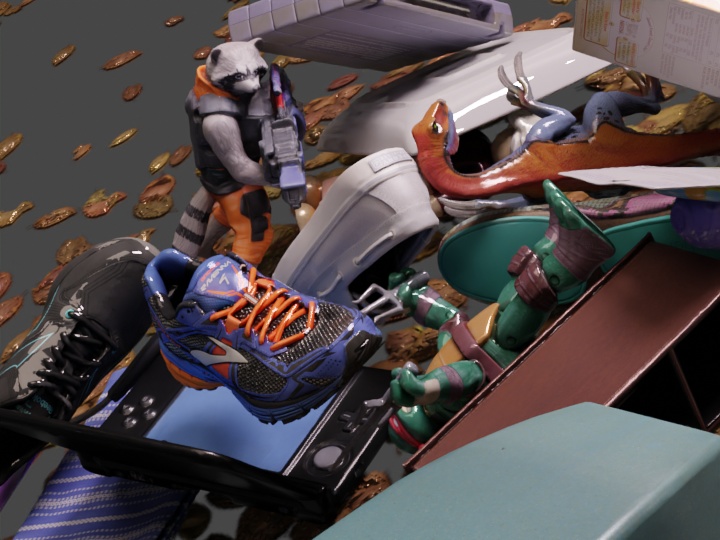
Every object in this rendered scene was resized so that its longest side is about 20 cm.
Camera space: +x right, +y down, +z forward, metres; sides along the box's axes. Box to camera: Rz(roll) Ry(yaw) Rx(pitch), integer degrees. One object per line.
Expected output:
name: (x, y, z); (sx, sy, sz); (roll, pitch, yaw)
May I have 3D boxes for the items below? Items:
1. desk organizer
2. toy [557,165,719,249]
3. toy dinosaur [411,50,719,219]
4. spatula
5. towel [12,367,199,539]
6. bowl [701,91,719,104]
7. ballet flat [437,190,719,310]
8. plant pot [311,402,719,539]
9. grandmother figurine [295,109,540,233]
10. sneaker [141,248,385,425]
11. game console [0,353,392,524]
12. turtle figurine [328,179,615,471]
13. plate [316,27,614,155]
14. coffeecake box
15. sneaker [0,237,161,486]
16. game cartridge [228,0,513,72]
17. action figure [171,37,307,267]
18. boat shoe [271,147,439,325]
desk organizer: (0.127, 0.074, 0.898); (0.200, 0.072, 0.077); (-41, 32, -20)
toy: (0.223, -0.035, 0.934); (0.199, 0.048, 0.115); (-6, 8, -18)
toy dinosaur: (0.129, -0.082, 1.054); (0.181, 0.106, 0.199); (-23, 19, -41)
spatula: (-0.187, 0.093, 1.166); (0.200, 0.021, 0.057); (-41, 19, 5)
towel: (-0.152, 0.123, 1.131); (0.144, 0.024, 0.200); (-12, 32, 31)
bowl: (0.277, -0.162, 1.084); (0.200, 0.091, 0.202); (-2, 56, 3)
ballet flat: (0.148, -0.018, 1.048); (0.199, 0.070, 0.071); (-8, 16, 28)
plant pot: (0.078, 0.154, 0.743); (0.200, 0.142, 0.141); (-37, 28, -29)
grandmother figurine: (0.055, -0.069, 1.222); (0.199, 0.061, 0.122); (-15, 44, 20)
sneaker: (-0.066, 0.031, 0.957); (0.199, 0.079, 0.075); (5, 43, 49)
game console: (-0.099, 0.077, 1.025); (0.199, 0.117, 0.176); (7, 44, 34)
turtle figurine: (0.060, 0.040, 0.979); (0.200, 0.101, 0.150); (-46, 23, 7)
plate: (0.079, -0.138, 1.262); (0.199, 0.032, 0.200); (-27, 14, -18)
coffeecake box: (0.246, -0.175, 0.997); (0.199, 0.073, 0.154); (21, 58, 17)
sneaker: (-0.195, 0.067, 1.117); (0.200, 0.075, 0.079); (-49, 24, 8)
game cartridge: (0.009, -0.185, 1.255); (0.129, 0.039, 0.200); (-7, -4, 35)
action figure: (-0.090, -0.068, 1.205); (0.104, 0.195, 0.200); (1, 20, -6)
boat shoe: (0.000, 0.000, 1.092); (0.072, 0.069, 0.200); (-16, -23, -35)
